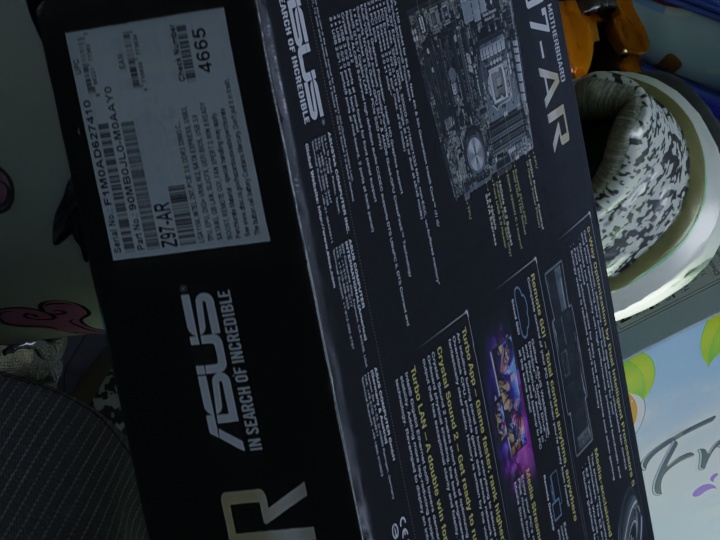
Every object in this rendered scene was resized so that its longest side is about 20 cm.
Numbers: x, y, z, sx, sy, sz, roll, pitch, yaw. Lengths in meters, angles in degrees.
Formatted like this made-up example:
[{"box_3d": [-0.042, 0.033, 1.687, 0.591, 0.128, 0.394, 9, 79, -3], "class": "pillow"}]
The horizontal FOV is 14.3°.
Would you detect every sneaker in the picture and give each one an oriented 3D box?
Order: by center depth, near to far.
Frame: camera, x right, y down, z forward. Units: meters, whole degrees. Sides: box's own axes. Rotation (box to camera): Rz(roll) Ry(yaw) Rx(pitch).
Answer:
[{"box_3d": [0.000, 0.000, 0.736, 0.200, 0.077, 0.089, -32, 160, 3], "class": "sneaker"}]

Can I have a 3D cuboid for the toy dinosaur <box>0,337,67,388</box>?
[{"box_3d": [-0.101, 0.045, 0.723, 0.088, 0.047, 0.200, -59, 166, -49], "class": "toy dinosaur"}]

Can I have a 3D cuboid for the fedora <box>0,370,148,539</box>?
[{"box_3d": [-0.084, 0.088, 0.617, 0.200, 0.177, 0.090, 86, 19, -48], "class": "fedora"}]

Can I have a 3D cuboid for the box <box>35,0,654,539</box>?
[{"box_3d": [0.009, 0.025, 0.568, 0.160, 0.043, 0.200, -35, 116, -65], "class": "box"}]

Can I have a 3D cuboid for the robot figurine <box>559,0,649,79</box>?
[{"box_3d": [0.030, -0.086, 0.861, 0.200, 0.058, 0.145, -7, 76, -68], "class": "robot figurine"}]

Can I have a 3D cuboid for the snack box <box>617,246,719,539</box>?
[{"box_3d": [0.138, 0.025, 0.913, 0.200, 0.068, 0.169, -27, 142, -4], "class": "snack box"}]

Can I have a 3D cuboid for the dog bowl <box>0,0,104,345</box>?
[{"box_3d": [-0.038, -0.076, 0.643, 0.200, 0.074, 0.201, 9, 90, -71], "class": "dog bowl"}]

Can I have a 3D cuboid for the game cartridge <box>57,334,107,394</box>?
[{"box_3d": [-0.040, 0.004, 0.879, 0.200, 0.040, 0.134, -53, 154, -43], "class": "game cartridge"}]

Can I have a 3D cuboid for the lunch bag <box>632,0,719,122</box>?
[{"box_3d": [0.111, -0.051, 1.004, 0.076, 0.200, 0.160, -60, 171, -48], "class": "lunch bag"}]
